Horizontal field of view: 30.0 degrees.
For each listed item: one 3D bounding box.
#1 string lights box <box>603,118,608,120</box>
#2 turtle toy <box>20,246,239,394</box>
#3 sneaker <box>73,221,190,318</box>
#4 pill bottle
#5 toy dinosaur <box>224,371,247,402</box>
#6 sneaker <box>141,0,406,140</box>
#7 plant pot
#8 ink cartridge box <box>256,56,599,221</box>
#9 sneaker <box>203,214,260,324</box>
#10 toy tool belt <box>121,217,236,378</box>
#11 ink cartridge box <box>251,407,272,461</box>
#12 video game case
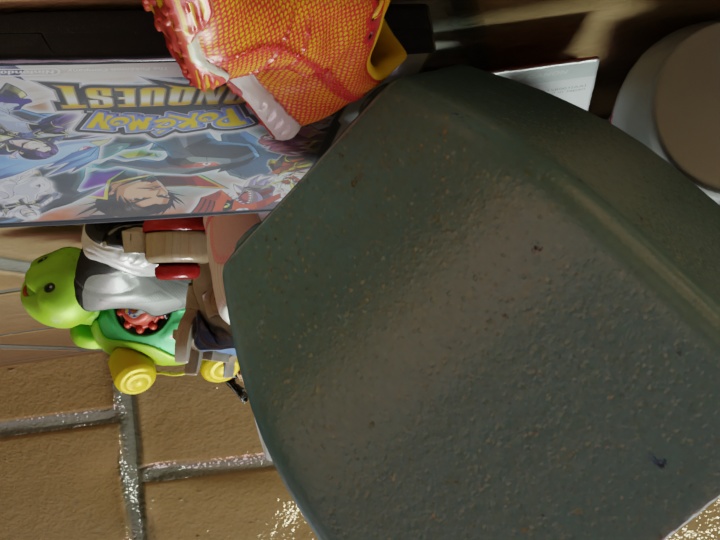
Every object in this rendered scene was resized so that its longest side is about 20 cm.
[{"bbox_3d":[0.234,-0.055,0.987,0.198,0.104,0.059,-3,173,-33],"label":"string lights box"},{"bbox_3d":[-0.188,0.021,1.140,0.198,0.146,0.102,-6,135,-23],"label":"turtle toy"},{"bbox_3d":[-0.141,-0.001,1.070,0.199,0.080,0.074,3,-147,-41],"label":"sneaker"},{"bbox_3d":[0.187,-0.070,0.722,0.109,0.112,0.200,-8,175,5],"label":"pill bottle"},{"bbox_3d":[-0.127,0.051,1.346,0.199,0.137,0.102,33,-149,19],"label":"toy dinosaur"},{"bbox_3d":[-0.032,-0.099,0.458,0.077,0.073,0.200,-31,174,9],"label":"sneaker"},{"bbox_3d":[0.059,0.021,0.584,0.196,0.200,0.196,-45,174,22],"label":"plant pot"},{"bbox_3d":[0.027,-0.083,0.745,0.198,0.044,0.174,-7,161,3],"label":"ink cartridge box"},{"bbox_3d":[0.000,0.000,0.849,0.198,0.105,0.076,-1,141,-4],"label":"sneaker"},{"bbox_3d":[-0.081,0.029,0.967,0.124,0.124,0.199,-3,176,32],"label":"toy tool belt"},{"bbox_3d":[0.034,0.046,0.905,0.145,0.084,0.200,8,-143,26],"label":"ink cartridge box"},{"bbox_3d":[-0.083,-0.067,0.632,0.198,0.026,0.181,-5,162,-16],"label":"video game case"}]
